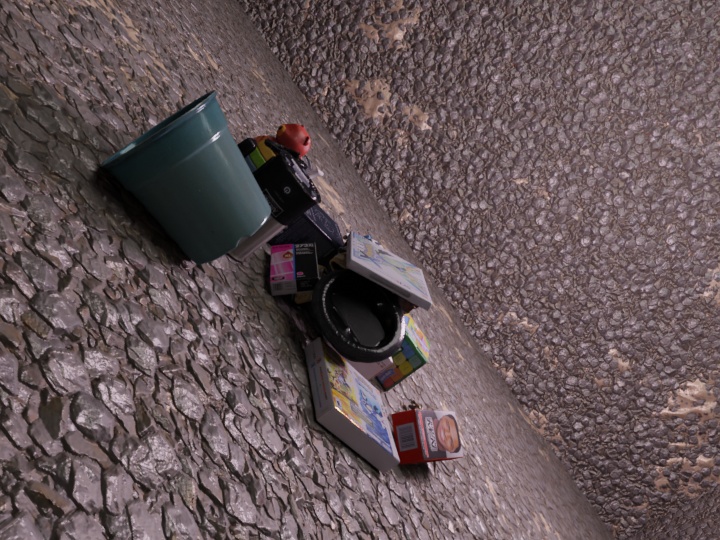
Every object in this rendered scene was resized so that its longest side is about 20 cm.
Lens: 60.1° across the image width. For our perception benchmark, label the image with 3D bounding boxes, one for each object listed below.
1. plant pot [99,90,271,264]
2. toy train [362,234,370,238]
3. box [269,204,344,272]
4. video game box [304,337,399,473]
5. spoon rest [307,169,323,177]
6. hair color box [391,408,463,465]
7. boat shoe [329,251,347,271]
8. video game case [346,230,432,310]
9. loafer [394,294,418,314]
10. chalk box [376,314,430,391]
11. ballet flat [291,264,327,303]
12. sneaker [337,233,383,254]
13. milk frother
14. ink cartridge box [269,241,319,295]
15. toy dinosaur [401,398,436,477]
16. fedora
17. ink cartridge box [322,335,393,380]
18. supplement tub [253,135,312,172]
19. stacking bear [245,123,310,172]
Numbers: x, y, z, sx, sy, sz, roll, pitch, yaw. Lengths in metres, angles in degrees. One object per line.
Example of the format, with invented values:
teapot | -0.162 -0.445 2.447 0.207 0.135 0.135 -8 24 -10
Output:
plant pot | -0.246 -0.131 0.939 0.197 0.198 0.201 57 10 -22
toy train | -0.002 -0.025 1.745 0.087 0.113 0.201 53 12 -21
box | -0.131 -0.091 1.438 0.200 0.107 0.149 44 15 -38
video game box | -0.017 0.242 1.125 0.200 0.047 0.183 47 11 -33
spoon rest | -0.131 -0.155 1.598 0.099 0.060 0.204 23 70 -71
hair color box | 0.142 0.346 1.297 0.199 0.061 0.103 22 54 -57
boat shoe | 0.003 0.052 1.299 0.200 0.072 0.076 48 26 10
video game case | 0.054 -0.004 1.254 0.181 0.022 0.200 29 16 -10
loafer | 0.107 0.067 1.391 0.200 0.070 0.074 101 -7 -85
chalk box | 0.080 0.187 1.462 0.125 0.124 0.200 53 13 -2
ballet flat | -0.099 0.027 1.314 0.071 0.070 0.200 52 9 -8
sneaker | 0.000 0.000 1.372 0.129 0.079 0.202 26 48 -38
milk frother | -0.185 -0.145 1.179 0.182 0.187 0.200 55 12 3
ink cartridge box | -0.134 -0.016 1.256 0.201 0.093 0.038 -104 -170 -63
toy dinosaur | 0.144 0.355 1.407 0.101 0.058 0.201 48 14 -33
fedora | -0.013 0.099 1.174 0.198 0.092 0.203 12 49 -14
ink cartridge box | -0.017 0.120 1.355 0.148 0.085 0.201 47 15 -28
supplement tub | -0.209 -0.269 1.586 0.123 0.122 0.200 57 12 14
stacking bear | -0.197 -0.248 1.382 0.114 0.199 0.122 45 15 -35
